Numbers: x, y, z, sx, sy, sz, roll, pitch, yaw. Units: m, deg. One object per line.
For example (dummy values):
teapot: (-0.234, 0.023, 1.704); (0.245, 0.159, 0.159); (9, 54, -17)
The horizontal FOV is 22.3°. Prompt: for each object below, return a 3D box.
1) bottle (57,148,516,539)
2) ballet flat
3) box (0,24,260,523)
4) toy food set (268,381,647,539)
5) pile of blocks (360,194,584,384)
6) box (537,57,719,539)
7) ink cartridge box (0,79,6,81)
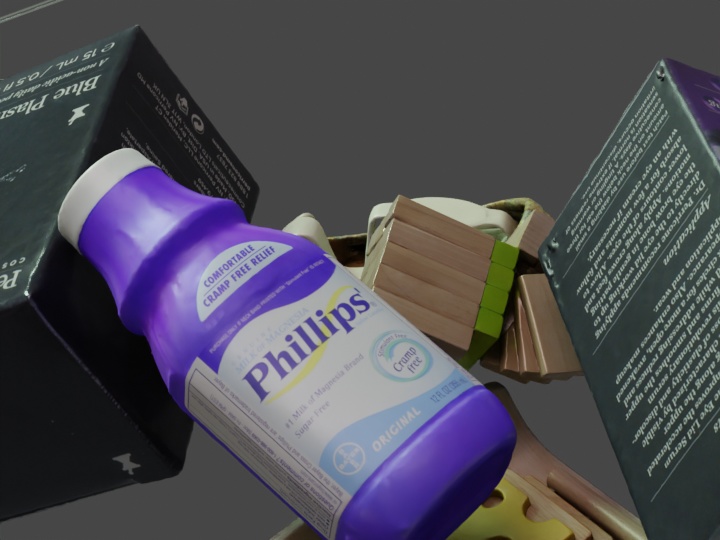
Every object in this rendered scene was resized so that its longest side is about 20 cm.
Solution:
bottle: (-0.035, 0.029, 0.712); (0.200, 0.065, 0.084); (41, 62, 20)
ballet flat: (0.000, 0.000, 0.866); (0.200, 0.071, 0.071); (-8, 40, 15)
box: (-0.172, 0.012, 0.855); (0.197, 0.117, 0.200); (-18, 37, 24)
toy food set: (0.061, 0.128, 0.692); (0.143, 0.060, 0.200); (-35, 41, -18)
pile of blocks: (0.085, 0.019, 0.795); (0.200, 0.062, 0.082); (0, 64, -20)
box: (0.171, 0.032, 0.672); (0.148, 0.104, 0.200); (16, 32, -23)
ink cartridge box: (-0.288, -0.060, 1.019); (0.200, 0.048, 0.146); (-13, 5, 8)
